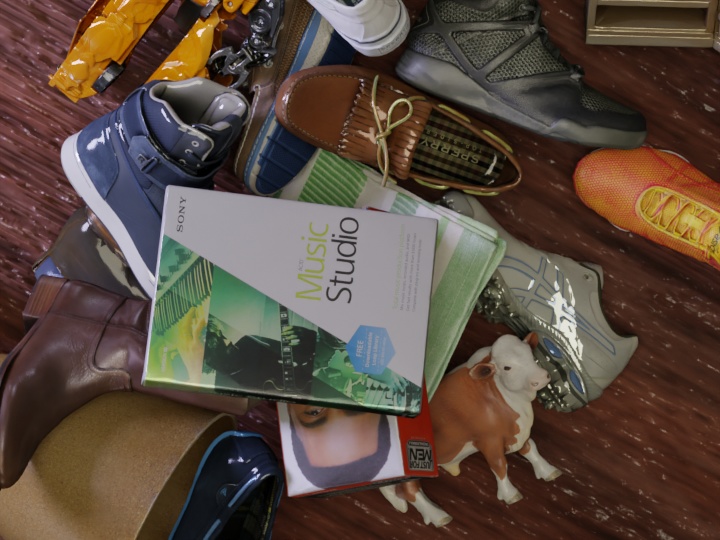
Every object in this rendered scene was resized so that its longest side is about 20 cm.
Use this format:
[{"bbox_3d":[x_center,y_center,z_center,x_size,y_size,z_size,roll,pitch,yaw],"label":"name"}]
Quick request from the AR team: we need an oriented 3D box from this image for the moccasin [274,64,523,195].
[{"bbox_3d":[0.030,-0.100,1.607,0.201,0.078,0.074,23,97,-25],"label":"moccasin"}]

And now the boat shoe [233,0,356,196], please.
[{"bbox_3d":[-0.054,-0.154,1.650,0.072,0.072,0.200,21,80,28],"label":"boat shoe"}]

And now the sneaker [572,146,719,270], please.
[{"bbox_3d":[0.259,-0.043,1.649,0.199,0.077,0.073,22,98,1],"label":"sneaker"}]

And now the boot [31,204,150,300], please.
[{"bbox_3d":[-0.168,0.036,1.684,0.097,0.075,0.200,-36,93,22],"label":"boot"}]

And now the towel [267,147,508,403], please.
[{"bbox_3d":[0.000,0.000,1.646,0.200,0.023,0.153,29,96,26],"label":"towel"}]

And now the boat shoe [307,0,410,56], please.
[{"bbox_3d":[-0.033,-0.241,1.594,0.074,0.067,0.200,-44,56,-4],"label":"boat shoe"}]

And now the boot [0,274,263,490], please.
[{"bbox_3d":[-0.158,0.091,1.550,0.199,0.064,0.187,10,61,6],"label":"boot"}]

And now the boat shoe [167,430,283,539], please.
[{"bbox_3d":[-0.110,0.220,1.608,0.084,0.069,0.201,-3,115,-33],"label":"boat shoe"}]

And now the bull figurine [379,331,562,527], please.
[{"bbox_3d":[0.081,0.123,1.648,0.200,0.065,0.122,-21,96,38],"label":"bull figurine"}]

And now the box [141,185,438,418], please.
[{"bbox_3d":[-0.049,0.022,1.531,0.199,0.036,0.145,6,77,-4],"label":"box"}]

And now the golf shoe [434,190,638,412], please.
[{"bbox_3d":[0.137,0.010,1.671,0.097,0.078,0.200,-36,98,-14],"label":"golf shoe"}]

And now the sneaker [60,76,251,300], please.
[{"bbox_3d":[-0.116,-0.050,1.596,0.146,0.077,0.202,-33,100,37],"label":"sneaker"}]

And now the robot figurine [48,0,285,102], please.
[{"bbox_3d":[-0.143,-0.183,1.621,0.145,0.058,0.200,43,119,-3],"label":"robot figurine"}]

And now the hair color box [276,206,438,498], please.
[{"bbox_3d":[-0.011,0.062,1.596,0.101,0.061,0.201,-14,78,25],"label":"hair color box"}]

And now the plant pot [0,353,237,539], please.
[{"bbox_3d":[-0.225,0.149,1.647,0.200,0.186,0.187,26,96,13],"label":"plant pot"}]

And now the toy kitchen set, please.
[{"bbox_3d":[0.259,-0.125,1.606,0.180,0.200,0.163,2,137,2],"label":"toy kitchen set"}]

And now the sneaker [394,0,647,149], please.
[{"bbox_3d":[0.137,-0.165,1.640,0.199,0.076,0.115,23,102,5],"label":"sneaker"}]
